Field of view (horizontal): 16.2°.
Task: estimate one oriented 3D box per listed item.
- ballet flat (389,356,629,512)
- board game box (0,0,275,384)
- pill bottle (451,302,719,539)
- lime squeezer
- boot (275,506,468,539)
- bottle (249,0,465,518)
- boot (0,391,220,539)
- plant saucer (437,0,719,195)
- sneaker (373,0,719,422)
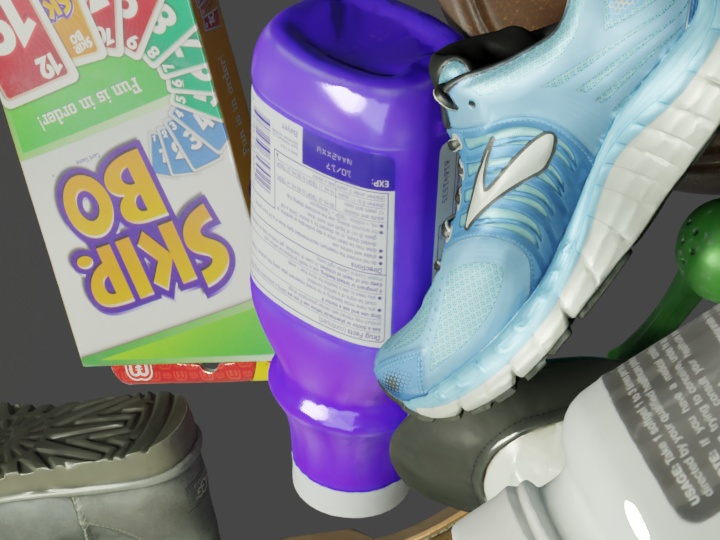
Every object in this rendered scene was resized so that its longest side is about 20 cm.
[{"bbox_3d":[0.104,0.063,0.880,0.199,0.069,0.068,-12,127,13],"label":"ballet flat"},{"bbox_3d":[-0.084,-0.041,0.969,0.095,0.030,0.201,-3,118,26],"label":"board game box"},{"bbox_3d":[0.133,0.062,0.790,0.200,0.111,0.111,-32,102,6],"label":"pill bottle"},{"bbox_3d":[0.154,-0.004,0.859,0.200,0.038,0.071,-22,128,31],"label":"lime squeezer"},{"bbox_3d":[0.041,0.131,0.959,0.199,0.076,0.074,-18,132,23],"label":"boot"},{"bbox_3d":[0.000,0.000,0.921,0.083,0.065,0.201,29,133,34],"label":"bottle"},{"bbox_3d":[-0.112,0.154,1.070,0.181,0.073,0.201,-3,122,27],"label":"boot"},{"bbox_3d":[0.106,-0.110,0.838,0.199,0.035,0.201,11,121,18],"label":"plant saucer"},{"bbox_3d":[0.057,-0.038,0.837,0.090,0.078,0.200,34,117,2],"label":"sneaker"}]
